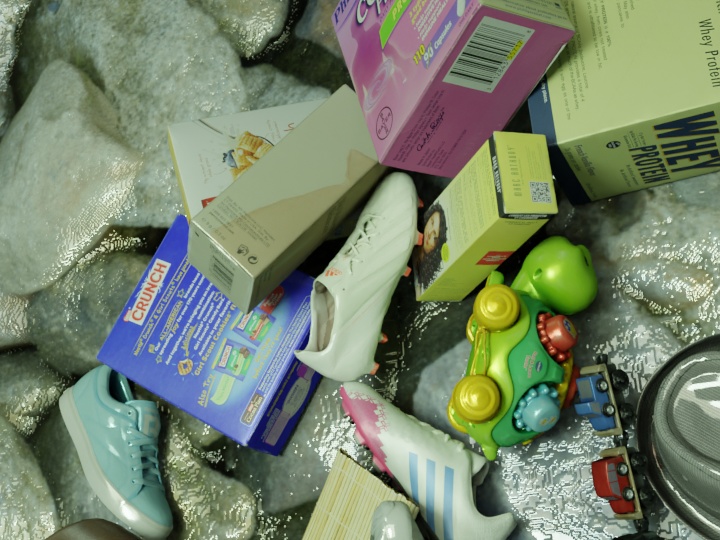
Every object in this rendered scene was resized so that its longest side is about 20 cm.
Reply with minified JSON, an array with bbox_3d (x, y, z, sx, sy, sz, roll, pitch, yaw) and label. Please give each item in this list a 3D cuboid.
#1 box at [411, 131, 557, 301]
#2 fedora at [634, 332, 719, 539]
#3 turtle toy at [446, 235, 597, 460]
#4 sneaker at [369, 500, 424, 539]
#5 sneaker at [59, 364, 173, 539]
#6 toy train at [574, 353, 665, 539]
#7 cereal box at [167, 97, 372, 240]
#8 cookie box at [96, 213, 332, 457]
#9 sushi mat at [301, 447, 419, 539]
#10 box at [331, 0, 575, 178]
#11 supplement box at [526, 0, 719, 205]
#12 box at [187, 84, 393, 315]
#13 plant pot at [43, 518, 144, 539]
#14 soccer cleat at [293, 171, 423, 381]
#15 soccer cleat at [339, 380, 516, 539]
[{"bbox_3d":[0.099,-0.040,0.957,0.050,0.200,0.076,2,66,-19],"label":"box"},{"bbox_3d":[0.306,0.128,0.859,0.200,0.090,0.177,36,90,29],"label":"fedora"},{"bbox_3d":[0.139,0.064,0.940,0.101,0.146,0.201,14,79,5],"label":"turtle toy"},{"bbox_3d":[0.067,0.267,0.902,0.099,0.078,0.201,-16,109,2],"label":"sneaker"},{"bbox_3d":[-0.229,0.171,1.095,0.082,0.074,0.200,-44,62,10],"label":"sneaker"},{"bbox_3d":[0.208,0.167,0.891,0.046,0.034,0.201,-9,82,-20],"label":"toy train"},{"bbox_3d":[-0.077,-0.092,1.081,0.199,0.040,0.145,-12,65,-15],"label":"cereal box"},{"bbox_3d":[-0.131,0.060,1.086,0.199,0.075,0.172,25,82,28],"label":"cookie box"},{"bbox_3d":[-0.020,0.266,0.968,0.095,0.012,0.201,29,105,30],"label":"sushi mat"},{"bbox_3d":[0.071,-0.215,0.966,0.176,0.096,0.201,-55,38,40],"label":"box"},{"bbox_3d":[0.251,-0.190,0.965,0.199,0.134,0.201,-13,68,20],"label":"supplement box"},{"bbox_3d":[-0.058,-0.065,0.998,0.078,0.095,0.200,42,68,8],"label":"box"},{"bbox_3d":[-0.202,0.328,0.972,0.198,0.200,0.201,24,84,36],"label":"plant pot"},{"bbox_3d":[0.000,0.000,1.000,0.069,0.077,0.201,0,72,61],"label":"soccer cleat"},{"bbox_3d":[0.060,0.167,0.976,0.086,0.070,0.200,-36,68,0],"label":"soccer cleat"}]
